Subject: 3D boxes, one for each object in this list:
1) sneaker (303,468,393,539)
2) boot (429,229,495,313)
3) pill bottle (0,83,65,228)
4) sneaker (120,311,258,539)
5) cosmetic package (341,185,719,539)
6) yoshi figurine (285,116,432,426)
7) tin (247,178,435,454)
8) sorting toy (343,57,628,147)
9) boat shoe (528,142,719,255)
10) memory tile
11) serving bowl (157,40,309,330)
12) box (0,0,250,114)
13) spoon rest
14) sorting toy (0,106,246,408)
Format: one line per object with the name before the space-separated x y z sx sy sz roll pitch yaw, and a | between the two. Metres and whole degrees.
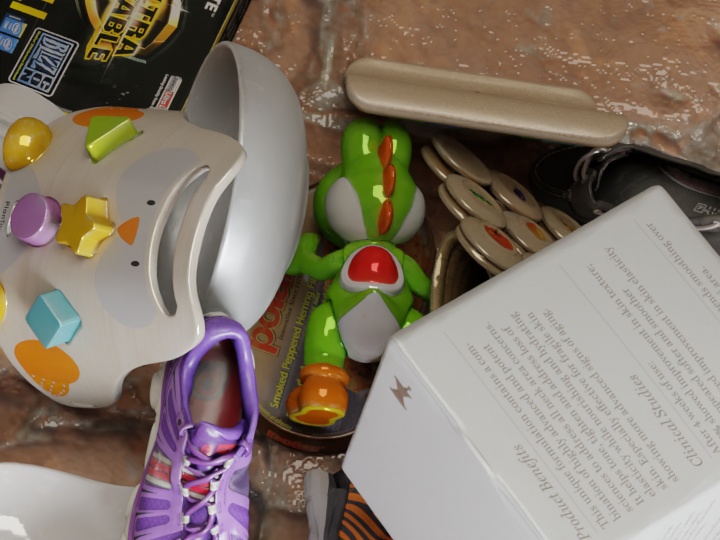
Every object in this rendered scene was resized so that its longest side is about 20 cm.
sneaker | 0.027 0.173 1.446 0.111 0.078 0.200 -10 31 0
boot | 0.116 0.078 1.512 0.154 0.072 0.201 26 42 -44
pill bottle | -0.264 -0.024 1.548 0.112 0.112 0.200 30 62 10
sneaker | -0.098 0.123 1.423 0.080 0.083 0.201 4 81 -12
cosmetic package | 0.124 0.093 1.344 0.199 0.167 0.168 -28 69 -24
yoshi figurine | 0.003 0.004 1.548 0.112 0.112 0.201 -9 70 38
tin | -0.018 0.029 1.590 0.111 0.042 0.201 18 61 -1
sorting toy | 0.079 -0.109 1.613 0.184 0.200 0.037 8 99 -2
boat shoe | 0.194 -0.057 1.604 0.199 0.057 0.067 19 66 36
memory tile | 0.129 -0.009 1.550 0.199 0.017 0.154 30 21 -27
serving bowl | -0.076 -0.044 1.538 0.065 0.200 0.201 9 60 -16
box | -0.174 -0.176 1.678 0.159 0.049 0.201 20 61 7
spoon rest | -0.175 0.162 1.487 0.199 0.061 0.100 -3 62 -9
sorting toy | -0.142 -0.019 1.464 0.107 0.179 0.201 22 77 -42
